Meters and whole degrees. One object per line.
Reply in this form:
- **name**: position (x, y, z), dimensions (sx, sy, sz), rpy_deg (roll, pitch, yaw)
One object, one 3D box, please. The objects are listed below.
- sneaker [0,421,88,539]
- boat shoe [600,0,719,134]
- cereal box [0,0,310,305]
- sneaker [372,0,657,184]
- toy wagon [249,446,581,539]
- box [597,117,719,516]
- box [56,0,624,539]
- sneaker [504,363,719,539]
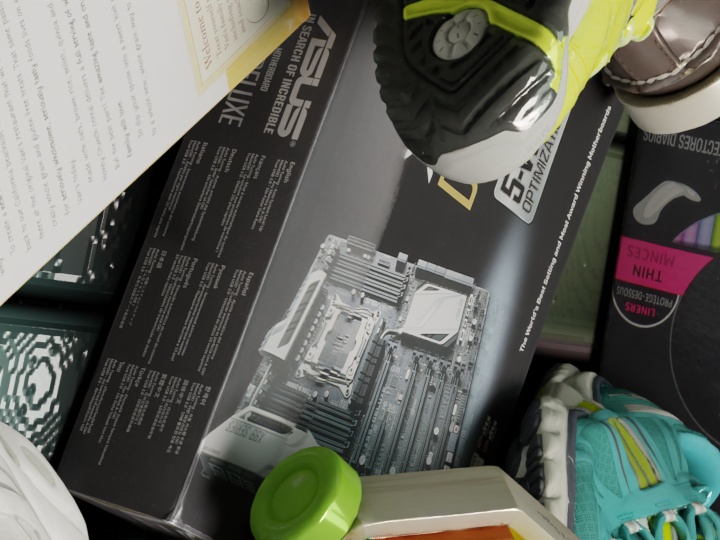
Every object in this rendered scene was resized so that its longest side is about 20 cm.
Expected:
- **sneaker**: position (-0.112, 0.049, 0.643), dimensions (0.078, 0.100, 0.200), rpy_deg (-34, 127, 5)
- **boat shoe**: position (0.107, -0.136, 0.954), dimensions (0.060, 0.072, 0.201), rpy_deg (48, 41, -34)
- **cereal box**: position (-0.093, -0.074, 0.724), dimensions (0.200, 0.039, 0.144), rpy_deg (-45, 138, -38)
- **sneaker**: position (0.058, -0.085, 0.808), dimensions (0.077, 0.075, 0.200), rpy_deg (56, 32, -28)
- **toy wagon**: position (-0.012, 0.144, 0.828), dimensions (0.200, 0.040, 0.155), rpy_deg (-42, 123, 8)
- **box**: position (0.162, 0.046, 1.076), dimensions (0.106, 0.122, 0.201), rpy_deg (-4, 104, -56)
- **box**: position (0.000, 0.000, 0.882), dimensions (0.158, 0.050, 0.201), rpy_deg (36, 71, -54)
- **sneaker**: position (0.083, 0.080, 0.946), dimensions (0.200, 0.079, 0.078), rpy_deg (-51, 160, -71)
